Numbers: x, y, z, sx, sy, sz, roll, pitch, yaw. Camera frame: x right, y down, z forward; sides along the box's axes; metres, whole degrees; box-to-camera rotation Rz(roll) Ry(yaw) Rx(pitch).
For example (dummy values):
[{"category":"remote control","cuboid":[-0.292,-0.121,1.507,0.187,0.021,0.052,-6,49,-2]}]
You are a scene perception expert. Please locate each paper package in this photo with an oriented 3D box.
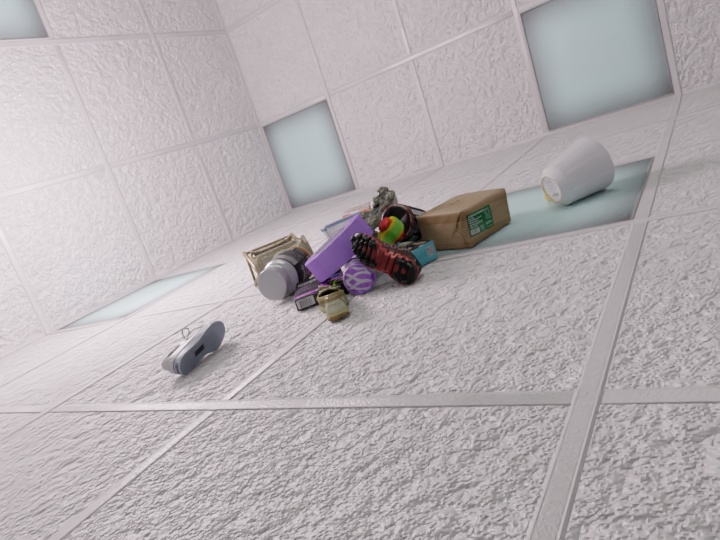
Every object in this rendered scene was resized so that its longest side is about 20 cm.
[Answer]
[{"category":"paper package","cuboid":[0.285,-0.141,1.546,0.198,0.105,0.189,-28,15,-35]}]

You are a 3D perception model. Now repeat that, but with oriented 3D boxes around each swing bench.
[{"category":"swing bench","cuboid":[-0.271,-0.031,1.886,0.196,0.132,0.199,-24,14,-19]}]

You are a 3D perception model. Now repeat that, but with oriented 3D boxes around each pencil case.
[{"category":"pencil case","cuboid":[0.000,0.000,1.465,0.083,0.086,0.200,2,16,2]}]

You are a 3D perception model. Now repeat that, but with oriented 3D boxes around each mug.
[{"category":"mug","cuboid":[0.573,-0.241,1.517,0.152,0.188,0.150,-31,47,-11]}]

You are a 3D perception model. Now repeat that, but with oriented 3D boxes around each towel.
[{"category":"towel","cuboid":[-0.013,-0.081,1.652,0.145,0.201,0.024,-24,-30,-18]}]

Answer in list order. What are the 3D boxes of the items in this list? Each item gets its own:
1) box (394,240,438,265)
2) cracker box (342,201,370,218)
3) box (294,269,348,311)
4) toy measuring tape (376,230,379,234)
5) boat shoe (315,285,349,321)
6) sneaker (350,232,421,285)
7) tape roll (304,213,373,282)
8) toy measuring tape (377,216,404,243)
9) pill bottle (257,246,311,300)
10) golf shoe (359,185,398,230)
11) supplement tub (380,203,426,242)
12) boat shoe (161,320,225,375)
[{"category":"box","cuboid":[0.113,-0.041,1.515,0.081,0.050,0.199,-27,14,-29]},{"category":"cracker box","cuboid":[-0.012,-0.256,2.572,0.131,0.059,0.200,-20,13,5]},{"category":"box","cuboid":[-0.108,0.047,1.529,0.140,0.037,0.200,-21,12,-1]},{"category":"toy measuring tape","cuboid":[0.054,-0.082,1.718,0.196,0.075,0.074,-18,12,-11]},{"category":"boat shoe","cuboid":[-0.067,0.063,1.332,0.072,0.064,0.200,-22,12,-8]},{"category":"sneaker","cuboid":[0.067,-0.033,1.373,0.198,0.072,0.097,30,22,22]},{"category":"tape roll","cuboid":[-0.057,-0.060,1.505,0.200,0.066,0.200,-42,9,8]},{"category":"toy measuring tape","cuboid":[0.080,-0.086,1.475,0.072,0.074,0.202,-16,33,16]},{"category":"pill bottle","cuboid":[-0.222,0.009,1.678,0.114,0.118,0.200,-14,15,22]},{"category":"golf shoe","cuboid":[0.042,-0.143,1.639,0.200,0.097,0.078,-47,56,1]},{"category":"supplement tub","cuboid":[0.146,-0.133,1.641,0.105,0.109,0.199,-12,-7,29]},{"category":"boat shoe","cuboid":[-0.405,0.180,1.339,0.084,0.076,0.202,3,27,19]}]
